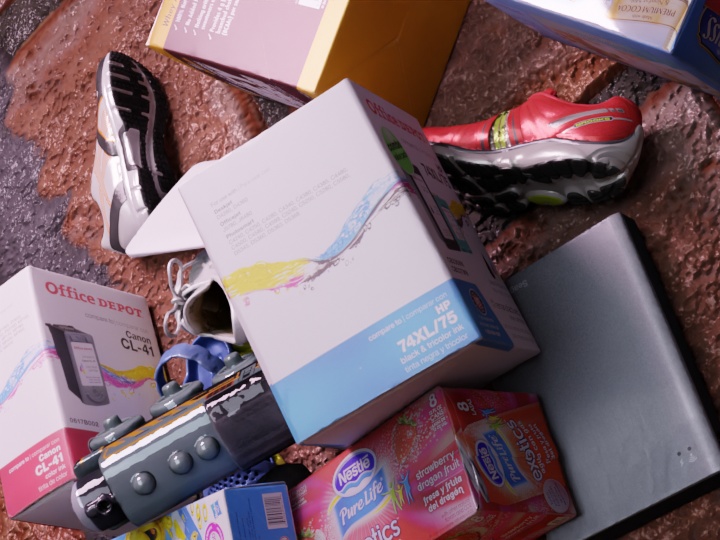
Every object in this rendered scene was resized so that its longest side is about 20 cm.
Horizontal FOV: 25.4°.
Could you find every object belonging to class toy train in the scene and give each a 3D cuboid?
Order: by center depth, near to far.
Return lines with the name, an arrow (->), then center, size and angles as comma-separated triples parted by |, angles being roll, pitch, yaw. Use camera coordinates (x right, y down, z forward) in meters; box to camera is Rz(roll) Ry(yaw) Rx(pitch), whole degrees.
toy train -> -0.123, 0.126, 1.176 | 0.200, 0.114, 0.085 | -28, 96, 2

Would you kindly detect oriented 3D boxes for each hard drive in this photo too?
hard drive -> 0.162, 0.079, 1.105 | 0.140, 0.033, 0.200 | -33, 59, 27

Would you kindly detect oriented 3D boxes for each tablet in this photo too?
tablet -> -0.092, -0.063, 1.313 | 0.200, 0.014, 0.130 | -7, 35, 37

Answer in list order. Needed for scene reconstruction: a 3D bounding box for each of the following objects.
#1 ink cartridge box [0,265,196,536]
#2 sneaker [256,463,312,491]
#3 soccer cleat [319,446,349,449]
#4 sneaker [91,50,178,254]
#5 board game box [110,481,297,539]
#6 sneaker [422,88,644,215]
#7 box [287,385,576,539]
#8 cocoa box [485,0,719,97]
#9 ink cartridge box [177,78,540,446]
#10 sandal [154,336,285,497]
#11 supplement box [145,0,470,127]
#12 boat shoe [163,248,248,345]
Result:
ink cartridge box -> -0.233, 0.111, 1.334 | 0.086, 0.148, 0.200 | -32, 60, 27
sneaker -> -0.046, 0.245, 1.192 | 0.091, 0.076, 0.200 | -1, 85, 47
soccer cleat -> -0.022, 0.041, 1.242 | 0.085, 0.069, 0.200 | -11, 75, 32
sneaker -> -0.215, -0.106, 1.432 | 0.080, 0.074, 0.200 | -29, 59, 33
board game box -> -0.110, 0.274, 1.156 | 0.196, 0.056, 0.200 | -30, 66, 47
sneaker -> 0.121, -0.093, 1.177 | 0.200, 0.077, 0.085 | 4, 59, 38
box -> 0.039, 0.166, 1.111 | 0.200, 0.100, 0.096 | -39, 56, 38
cocoa box -> 0.192, -0.213, 1.100 | 0.200, 0.133, 0.131 | 28, 96, 40
ink cartridge box -> 0.000, 0.000, 1.099 | 0.146, 0.147, 0.200 | -31, 74, 15
sandal -> -0.116, 0.134, 1.276 | 0.079, 0.087, 0.200 | -33, 61, 25
supplement box -> -0.032, -0.231, 1.283 | 0.200, 0.133, 0.197 | 21, 91, 40
boat shoe -> -0.118, 0.026, 1.267 | 0.202, 0.086, 0.075 | -154, 55, -63
